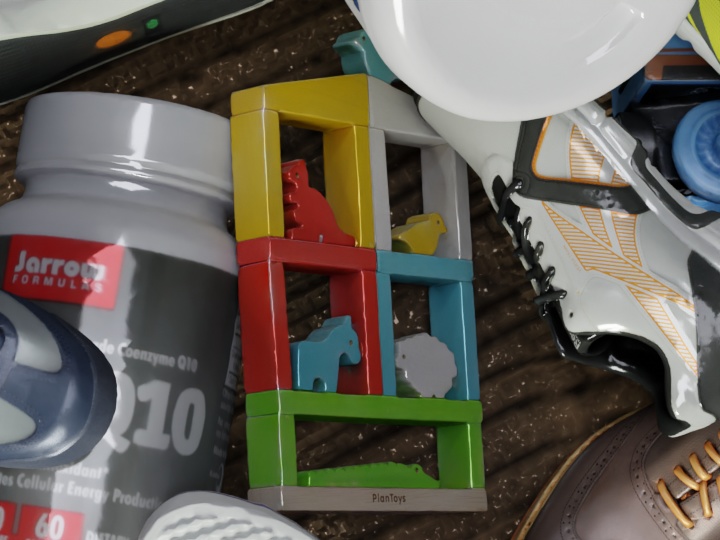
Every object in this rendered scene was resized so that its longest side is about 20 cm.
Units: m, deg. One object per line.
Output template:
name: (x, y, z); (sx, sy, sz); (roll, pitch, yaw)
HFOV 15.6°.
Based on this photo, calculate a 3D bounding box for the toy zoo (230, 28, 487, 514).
toy zoo: (0.000, 0.000, 1.088); (0.131, 0.020, 0.201); (5, 78, -49)

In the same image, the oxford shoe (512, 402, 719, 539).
oxford shoe: (0.139, 0.081, 1.098); (0.200, 0.073, 0.071); (-40, 88, -10)

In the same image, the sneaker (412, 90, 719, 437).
sneaker: (0.090, -0.015, 1.071); (0.200, 0.074, 0.080); (41, 76, 19)

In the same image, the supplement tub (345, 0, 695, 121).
supplement tub: (0.040, -0.167, 1.054); (0.144, 0.145, 0.200); (-20, 40, -8)

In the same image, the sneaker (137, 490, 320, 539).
sneaker: (-0.015, 0.143, 1.055); (0.200, 0.114, 0.073); (39, 95, -21)

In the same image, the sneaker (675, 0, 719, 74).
sneaker: (0.169, -0.103, 1.050); (0.074, 0.085, 0.201); (-23, 74, -9)

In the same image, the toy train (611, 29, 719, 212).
toy train: (0.200, -0.076, 1.130); (0.199, 0.087, 0.115); (-1, 76, -6)

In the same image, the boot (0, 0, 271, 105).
boot: (-0.139, -0.151, 1.053); (0.199, 0.072, 0.145); (-20, 78, -11)

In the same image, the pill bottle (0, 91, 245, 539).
pill bottle: (-0.105, 0.035, 1.067); (0.113, 0.114, 0.201); (9, 81, -4)

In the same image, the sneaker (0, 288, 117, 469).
sneaker: (-0.189, 0.019, 0.990); (0.199, 0.082, 0.070); (21, 85, 14)
